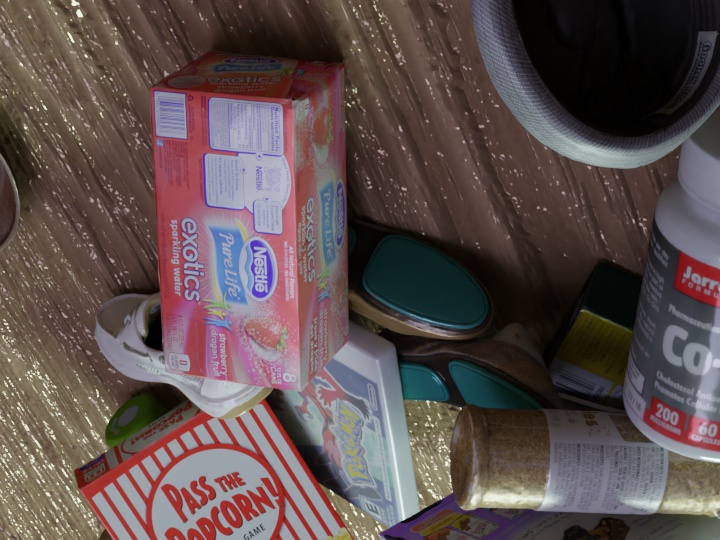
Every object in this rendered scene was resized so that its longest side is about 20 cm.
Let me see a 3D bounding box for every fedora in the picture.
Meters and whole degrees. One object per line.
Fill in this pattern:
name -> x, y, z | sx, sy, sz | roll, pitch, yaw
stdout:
fedora -> 0.125, -0.158, 1.110 | 0.090, 0.177, 0.200 | 15, 130, 65

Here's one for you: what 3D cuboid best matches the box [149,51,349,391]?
box -> -0.068, -0.034, 1.303 | 0.103, 0.095, 0.200 | 6, 113, 20

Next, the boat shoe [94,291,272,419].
boat shoe -> -0.137, 0.043, 1.454 | 0.200, 0.071, 0.069 | 19, 143, 49

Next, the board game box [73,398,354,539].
board game box -> -0.098, 0.194, 1.502 | 0.151, 0.046, 0.200 | -33, 107, -4

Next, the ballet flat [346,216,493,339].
ballet flat -> 0.000, 0.000, 1.388 | 0.200, 0.069, 0.063 | 27, 150, 10

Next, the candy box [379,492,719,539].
candy box -> 0.141, 0.206, 1.358 | 0.200, 0.168, 0.072 | 17, 119, 43

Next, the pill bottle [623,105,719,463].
pill bottle -> 0.228, 0.007, 1.212 | 0.114, 0.114, 0.200 | 13, 123, 13

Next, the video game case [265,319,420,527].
video game case -> -0.038, 0.090, 1.475 | 0.182, 0.023, 0.200 | 28, 146, 32

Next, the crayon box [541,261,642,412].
crayon box -> 0.226, 0.086, 1.373 | 0.200, 0.051, 0.127 | 25, 140, 0

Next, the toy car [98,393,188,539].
toy car -> -0.150, 0.224, 1.571 | 0.158, 0.200, 0.164 | -3, 136, 52

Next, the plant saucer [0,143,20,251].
plant saucer -> -0.336, -0.087, 1.472 | 0.200, 0.037, 0.200 | 13, 138, 12

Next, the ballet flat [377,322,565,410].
ballet flat -> 0.080, 0.063, 1.375 | 0.200, 0.067, 0.068 | 14, 141, 46

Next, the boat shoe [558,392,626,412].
boat shoe -> 0.155, 0.127, 1.367 | 0.200, 0.057, 0.067 | 3, 137, 24

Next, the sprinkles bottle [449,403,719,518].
sprinkles bottle -> 0.160, 0.122, 1.271 | 0.200, 0.068, 0.068 | 3, 140, -10
